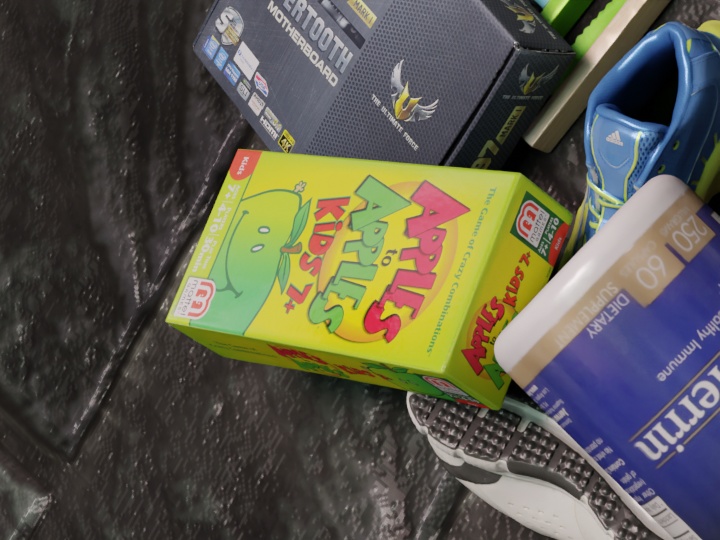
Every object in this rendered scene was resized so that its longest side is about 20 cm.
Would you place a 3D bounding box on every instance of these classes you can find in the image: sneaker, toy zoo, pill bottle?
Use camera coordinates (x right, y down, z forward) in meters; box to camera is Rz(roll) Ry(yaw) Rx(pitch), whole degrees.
[{"bbox_3d":[0.124,-0.033,1.022,0.076,0.105,0.201,25,95,37],"label":"sneaker"},{"bbox_3d":[0.075,-0.174,1.139,0.131,0.020,0.200,-51,56,17],"label":"toy zoo"},{"bbox_3d":[0.117,0.103,1.032,0.200,0.080,0.074,30,70,22],"label":"sneaker"},{"bbox_3d":[0.165,0.064,0.932,0.200,0.116,0.116,44,108,5],"label":"pill bottle"}]

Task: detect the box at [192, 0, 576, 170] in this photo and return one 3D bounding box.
[{"bbox_3d":[0.006,-0.118,1.139,0.200,0.051,0.158,52,124,30],"label":"box"}]

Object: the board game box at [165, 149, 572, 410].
[{"bbox_3d":[0.000,0.000,1.051,0.200,0.048,0.102,8,70,46],"label":"board game box"}]
